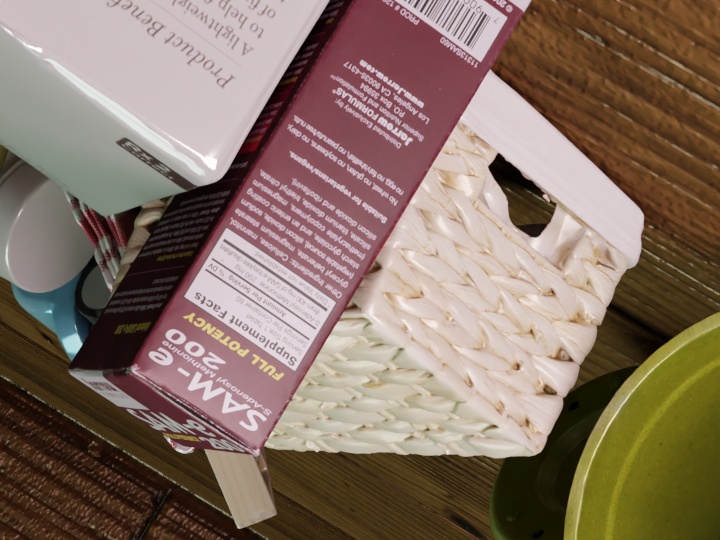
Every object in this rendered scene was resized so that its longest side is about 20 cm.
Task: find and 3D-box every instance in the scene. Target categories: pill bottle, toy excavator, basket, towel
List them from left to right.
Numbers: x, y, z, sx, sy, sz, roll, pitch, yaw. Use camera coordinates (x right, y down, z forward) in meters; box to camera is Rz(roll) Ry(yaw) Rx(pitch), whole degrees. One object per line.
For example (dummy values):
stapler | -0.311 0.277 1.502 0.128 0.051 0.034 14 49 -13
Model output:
pill bottle | -0.252 -0.065 1.596 0.200 0.111 0.111 30 169 33
toy excavator | -0.188 -0.015 1.666 0.199 0.195 0.100 -10 147 29
towel | -0.132 0.004 1.480 0.146 0.030 0.201 -79 -31 -85
basket | 0.000 0.000 1.123 0.200 0.124 0.135 -4 145 47

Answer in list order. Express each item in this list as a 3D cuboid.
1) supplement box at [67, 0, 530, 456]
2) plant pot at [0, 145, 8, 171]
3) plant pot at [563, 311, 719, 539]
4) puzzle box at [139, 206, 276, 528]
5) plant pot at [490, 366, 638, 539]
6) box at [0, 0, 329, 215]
supplement box | -0.024 -0.032 0.957 0.061 0.200 0.109 34 168 -14
plant pot | -0.249 -0.083 1.302 0.200 0.185 0.201 17 146 12
plant pot | 0.207 0.126 1.097 0.200 0.201 0.193 27 179 22
puzzle box | -0.090 0.042 1.484 0.200 0.025 0.133 -106 -5 -63
plant pot | 0.166 0.157 1.298 0.200 0.200 0.193 16 149 54
box | -0.123 -0.132 0.975 0.199 0.131 0.200 35 168 -13
